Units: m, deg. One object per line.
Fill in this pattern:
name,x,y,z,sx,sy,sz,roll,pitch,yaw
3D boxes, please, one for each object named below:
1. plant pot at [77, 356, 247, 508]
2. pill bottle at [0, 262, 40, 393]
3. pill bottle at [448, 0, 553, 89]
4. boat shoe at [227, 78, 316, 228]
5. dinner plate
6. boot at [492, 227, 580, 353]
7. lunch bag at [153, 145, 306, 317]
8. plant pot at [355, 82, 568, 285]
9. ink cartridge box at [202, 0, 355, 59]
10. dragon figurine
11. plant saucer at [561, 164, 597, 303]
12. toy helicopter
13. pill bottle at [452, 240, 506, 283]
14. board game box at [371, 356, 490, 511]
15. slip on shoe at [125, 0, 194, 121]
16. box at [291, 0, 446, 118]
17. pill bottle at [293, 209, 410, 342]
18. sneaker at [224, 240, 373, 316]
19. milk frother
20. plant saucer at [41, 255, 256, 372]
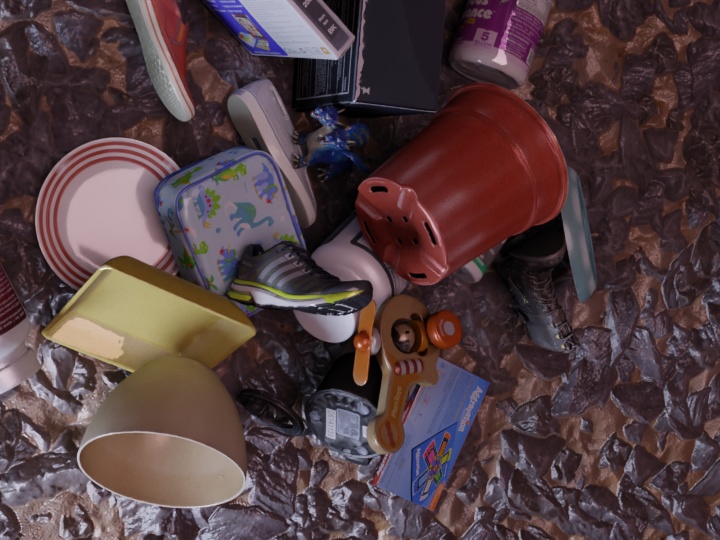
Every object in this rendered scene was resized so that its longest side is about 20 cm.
plant pot,-0.228,0.184,1.441,0.200,0.200,0.135,25,51,-24
pill bottle,-0.448,0.042,1.353,0.113,0.113,0.200,-29,105,-19
pill bottle,0.200,-0.358,1.612,0.112,0.112,0.200,21,85,-24
boat shoe,-0.095,-0.152,1.519,0.071,0.070,0.201,-39,115,-29
dinner plate,-0.299,-0.063,1.461,0.200,0.024,0.200,-2,95,-23
boot,0.258,0.034,1.632,0.069,0.200,0.174,-31,99,-14
lunch bag,-0.155,-0.045,1.478,0.161,0.082,0.200,-31,118,-25
plant pot,0.111,-0.094,1.430,0.195,0.201,0.201,-36,108,-29
ink cartridge box,-0.130,-0.329,1.395,0.200,0.198,0.043,43,74,-35
dragon figurine,-0.020,-0.151,1.496,0.200,0.099,0.059,22,65,-56
plant saucer,0.302,-0.055,1.649,0.027,0.200,0.200,-10,100,13
toy helicopter,0.038,0.120,1.417,0.132,0.079,0.200,29,59,-31
pill bottle,0.167,-0.093,1.620,0.113,0.113,0.200,38,79,-22
board game box,0.100,0.227,1.668,0.103,0.019,0.200,28,83,-22
slip on shoe,-0.234,-0.281,1.448,0.061,0.074,0.200,-20,97,-25
box,0.010,-0.295,1.485,0.123,0.198,0.200,3,94,-24
pill bottle,0.000,0.000,1.506,0.200,0.120,0.120,-47,114,-46
sneaker,-0.072,0.007,1.384,0.074,0.200,0.081,17,80,-57
milk frother,-0.029,0.136,1.548,0.200,0.181,0.188,28,44,4
plant saucer,-0.252,0.057,1.424,0.200,0.200,0.049,25,51,-24
